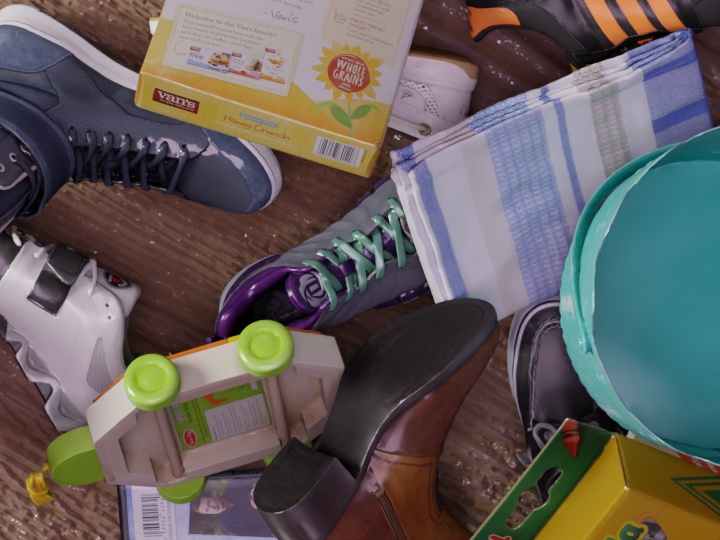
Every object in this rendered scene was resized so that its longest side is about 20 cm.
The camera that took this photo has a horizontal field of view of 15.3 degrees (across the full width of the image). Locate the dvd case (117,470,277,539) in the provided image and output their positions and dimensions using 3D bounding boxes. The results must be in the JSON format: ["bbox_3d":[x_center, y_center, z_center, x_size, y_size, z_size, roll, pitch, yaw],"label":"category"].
[{"bbox_3d":[-0.049,0.195,1.674,0.199,0.018,0.144,-3,99,2],"label":"dvd case"}]

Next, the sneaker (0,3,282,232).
[{"bbox_3d":[-0.158,-0.056,1.571,0.202,0.146,0.077,27,137,3],"label":"sneaker"}]

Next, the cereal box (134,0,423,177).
[{"bbox_3d":[-0.035,-0.162,1.549,0.143,0.040,0.201,17,59,-1],"label":"cereal box"}]

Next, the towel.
[{"bbox_3d":[0.121,-0.048,1.579,0.199,0.024,0.147,-24,128,-7],"label":"towel"}]

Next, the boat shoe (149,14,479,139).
[{"bbox_3d":[-0.032,-0.110,1.598,0.199,0.071,0.070,11,99,-1],"label":"boat shoe"}]

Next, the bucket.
[{"bbox_3d":[0.212,0.016,1.517,0.206,0.135,0.208,0,88,-10],"label":"bucket"}]

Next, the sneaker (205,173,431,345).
[{"bbox_3d":[0.000,0.000,1.596,0.199,0.088,0.075,-32,95,14],"label":"sneaker"}]

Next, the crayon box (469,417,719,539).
[{"bbox_3d":[0.171,0.173,1.551,0.199,0.051,0.127,22,123,-21],"label":"crayon box"}]

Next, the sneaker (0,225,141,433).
[{"bbox_3d":[-0.183,0.012,1.625,0.088,0.074,0.201,-30,107,6],"label":"sneaker"}]

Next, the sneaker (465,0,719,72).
[{"bbox_3d":[0.159,-0.156,1.591,0.199,0.070,0.091,12,106,4],"label":"sneaker"}]

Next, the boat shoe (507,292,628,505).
[{"bbox_3d":[0.131,0.113,1.630,0.073,0.068,0.201,-5,99,2],"label":"boat shoe"}]

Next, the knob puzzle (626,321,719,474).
[{"bbox_3d":[0.235,0.123,1.623,0.218,0.030,0.221,-3,100,-17],"label":"knob puzzle"}]

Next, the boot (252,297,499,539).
[{"bbox_3d":[0.050,0.137,1.599,0.189,0.068,0.200,-51,131,-16],"label":"boot"}]

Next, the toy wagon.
[{"bbox_3d":[-0.105,0.090,1.590,0.199,0.155,0.040,-16,63,-5],"label":"toy wagon"}]
